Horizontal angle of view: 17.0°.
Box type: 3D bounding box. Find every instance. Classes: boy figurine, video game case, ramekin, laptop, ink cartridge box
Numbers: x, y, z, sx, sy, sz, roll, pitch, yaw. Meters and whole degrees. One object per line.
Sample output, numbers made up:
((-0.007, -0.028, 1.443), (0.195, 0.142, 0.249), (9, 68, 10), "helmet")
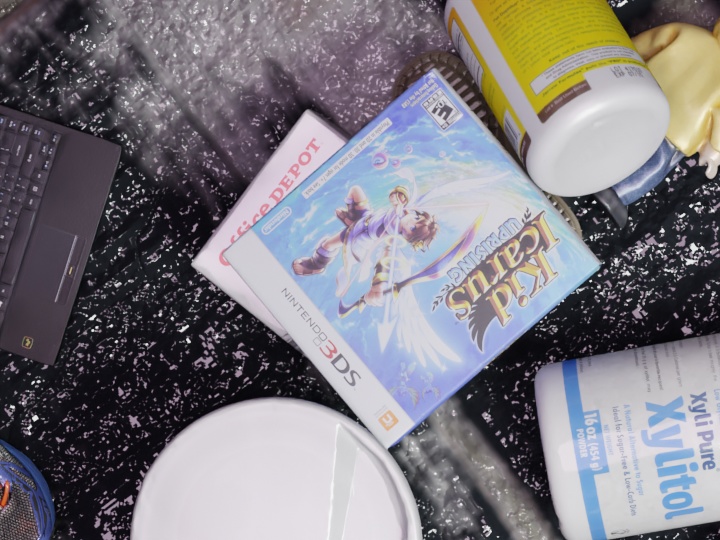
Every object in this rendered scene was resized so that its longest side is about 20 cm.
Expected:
((0.232, -0.128, 1.735), (0.200, 0.064, 0.124), (-44, 64, 2), "boy figurine")
((0.036, -0.008, 1.683), (0.200, 0.045, 0.181), (-41, 86, 5), "video game case")
((-0.053, 0.188, 1.682), (0.201, 0.094, 0.204), (0, 88, 7), "ramekin")
((-0.302, -0.041, 1.778), (0.199, 0.103, 0.178), (19, 93, 6), "laptop")
((0.000, 0.000, 1.753), (0.200, 0.086, 0.147), (37, 94, 4), "ink cartridge box")

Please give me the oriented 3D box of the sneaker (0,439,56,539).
((-0.305, 0.137, 1.791), (0.075, 0.078, 0.200), (-43, 86, 6), "sneaker")

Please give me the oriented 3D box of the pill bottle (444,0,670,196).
((0.129, -0.157, 1.698), (0.109, 0.109, 0.201), (-31, 58, 6), "pill bottle")

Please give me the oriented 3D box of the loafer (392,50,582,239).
((0.092, -0.071, 1.753), (0.075, 0.068, 0.200), (-34, 70, 3), "loafer")

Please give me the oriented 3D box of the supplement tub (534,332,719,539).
((0.230, 0.114, 1.703), (0.199, 0.132, 0.133), (-11, 89, 7), "supplement tub")
